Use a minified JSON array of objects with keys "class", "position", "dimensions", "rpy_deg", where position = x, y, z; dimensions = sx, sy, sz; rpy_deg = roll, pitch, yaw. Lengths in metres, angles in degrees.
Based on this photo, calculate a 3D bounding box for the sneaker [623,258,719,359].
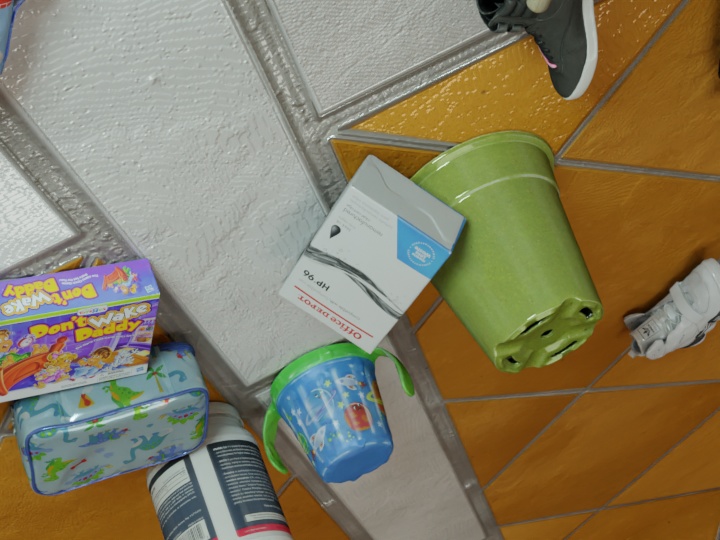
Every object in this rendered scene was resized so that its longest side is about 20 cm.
[{"class":"sneaker","position":[0.443,0.064,1.565],"dimensions":[0.114,0.075,0.200],"rpy_deg":[-21,152,-14]}]

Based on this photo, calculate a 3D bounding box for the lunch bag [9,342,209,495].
[{"class":"lunch bag","position":[-0.264,0.158,1.180],"dimensions":[0.199,0.083,0.161],"rpy_deg":[-14,146,-19]}]

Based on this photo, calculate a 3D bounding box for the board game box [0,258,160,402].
[{"class":"board game box","position":[-0.297,0.061,1.046],"dimensions":[0.199,0.045,0.135],"rpy_deg":[-10,146,-24]}]

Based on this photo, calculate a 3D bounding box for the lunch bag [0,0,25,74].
[{"class":"lunch bag","position":[-0.297,-0.167,0.687],"dimensions":[0.199,0.094,0.151],"rpy_deg":[-19,150,-36]}]

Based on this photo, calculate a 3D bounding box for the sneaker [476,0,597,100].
[{"class":"sneaker","position":[0.145,-0.214,0.944],"dimensions":[0.099,0.071,0.201],"rpy_deg":[-21,143,-6]}]

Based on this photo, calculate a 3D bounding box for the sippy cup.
[{"class":"sippy cup","position":[-0.026,0.179,1.339],"dimensions":[0.139,0.131,0.178],"rpy_deg":[-1,141,-35]}]

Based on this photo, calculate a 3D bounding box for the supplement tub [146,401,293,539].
[{"class":"supplement tub","position":[-0.169,0.271,1.302],"dimensions":[0.140,0.201,0.141],"rpy_deg":[-18,149,-12]}]

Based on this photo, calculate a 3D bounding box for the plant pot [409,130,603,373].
[{"class":"plant pot","position":[0.150,-0.005,1.138],"dimensions":[0.199,0.191,0.201],"rpy_deg":[-18,148,-12]}]

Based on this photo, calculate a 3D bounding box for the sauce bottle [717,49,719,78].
[{"class":"sauce bottle","position":[0.395,-0.220,1.117],"dimensions":[0.066,0.066,0.200],"rpy_deg":[-26,148,0]}]

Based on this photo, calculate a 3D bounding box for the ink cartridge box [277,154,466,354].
[{"class":"ink cartridge box","position":[0.000,0.000,1.097],"dimensions":[0.116,0.068,0.200],"rpy_deg":[33,128,-4]}]

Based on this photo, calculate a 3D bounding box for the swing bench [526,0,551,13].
[{"class":"swing bench","position":[0.074,-0.296,0.637],"dimensions":[0.129,0.200,0.200],"rpy_deg":[1,139,-37]}]
